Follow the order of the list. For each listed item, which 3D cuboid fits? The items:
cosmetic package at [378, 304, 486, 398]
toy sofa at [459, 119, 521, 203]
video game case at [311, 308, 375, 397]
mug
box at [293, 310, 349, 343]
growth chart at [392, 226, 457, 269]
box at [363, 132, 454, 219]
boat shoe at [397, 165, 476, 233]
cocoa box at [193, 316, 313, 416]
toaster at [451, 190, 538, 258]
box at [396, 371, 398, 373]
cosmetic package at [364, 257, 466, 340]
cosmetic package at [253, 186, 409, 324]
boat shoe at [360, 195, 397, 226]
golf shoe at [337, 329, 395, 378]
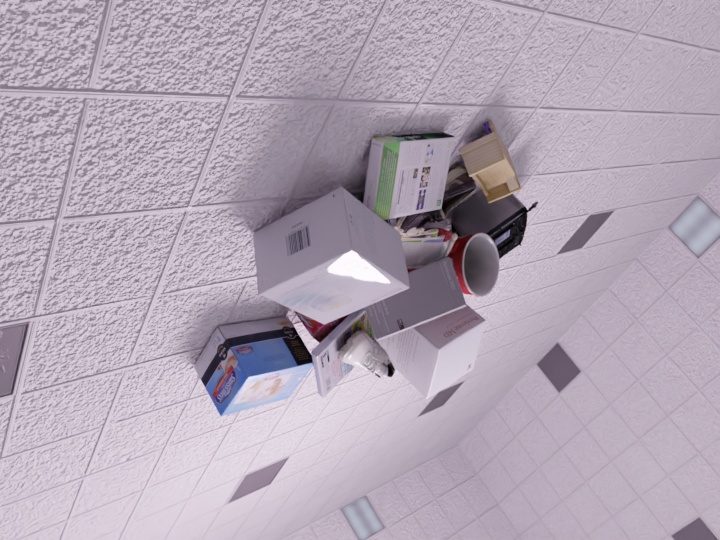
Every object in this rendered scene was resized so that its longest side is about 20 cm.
[{"bbox_3d":[0.160,0.152,1.634,0.165,0.199,0.169,-24,138,-34],"label":"cosmetic package"},{"bbox_3d":[0.273,-0.227,1.465,0.081,0.100,0.199,-22,161,18],"label":"toy sofa"},{"bbox_3d":[-0.033,0.171,1.519,0.182,0.022,0.202,-42,154,-24],"label":"video game case"},{"bbox_3d":[0.188,-0.033,1.547,0.133,0.181,0.197,-35,-158,-35],"label":"mug"},{"bbox_3d":[-0.071,0.103,1.525,0.095,0.100,0.200,-38,156,-1],"label":"box"},{"bbox_3d":[0.100,-0.042,1.391,0.195,0.018,0.146,3,143,-22],"label":"growth chart"},{"bbox_3d":[0.089,-0.176,1.280,0.197,0.036,0.148,-14,121,-43],"label":"box"},{"bbox_3d":[0.161,-0.136,1.472,0.199,0.065,0.072,-41,157,9],"label":"boat shoe"},{"bbox_3d":[-0.219,0.197,1.447,0.198,0.132,0.134,-5,140,-50],"label":"cocoa box"},{"bbox_3d":[0.311,-0.102,1.670,0.198,0.120,0.182,-34,156,-7],"label":"toaster"},{"bbox_3d":[0.148,0.179,1.879,0.195,0.106,0.186,-5,137,-27],"label":"box"},{"bbox_3d":[0.110,0.058,1.408,0.196,0.109,0.090,-24,172,11],"label":"cosmetic package"},{"bbox_3d":[-0.049,-0.016,1.212,0.196,0.126,0.199,-24,151,25],"label":"cosmetic package"},{"bbox_3d":[0.035,-0.089,1.374,0.067,0.072,0.201,-32,152,-12],"label":"boat shoe"},{"bbox_3d":[0.023,0.189,1.501,0.079,0.097,0.199,-53,155,6],"label":"golf shoe"}]
